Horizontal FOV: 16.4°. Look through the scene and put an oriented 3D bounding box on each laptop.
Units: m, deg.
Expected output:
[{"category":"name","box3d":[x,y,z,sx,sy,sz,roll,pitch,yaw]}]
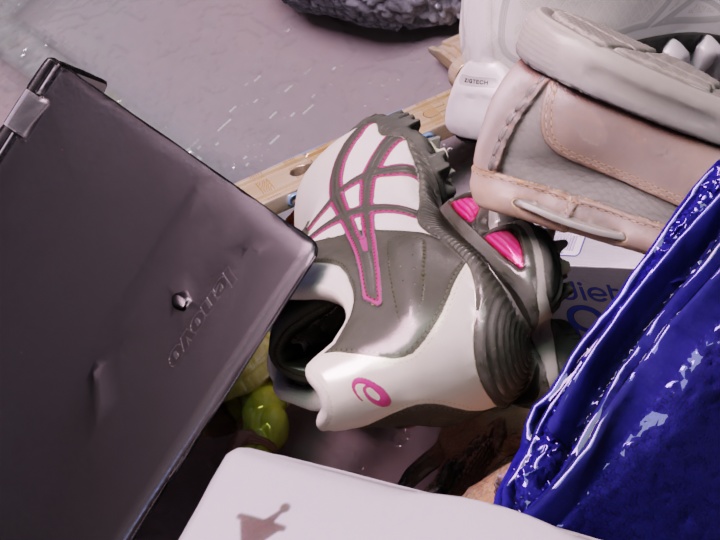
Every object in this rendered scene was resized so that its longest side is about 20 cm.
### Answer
[{"category":"laptop","box3d":[-0.108,0.037,0.859,0.116,0.200,0.188,34,92,0]}]

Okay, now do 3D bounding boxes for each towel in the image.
[{"category":"towel","box3d":[0.141,0.063,0.684,0.148,0.200,0.050,-50,23,-2]}]

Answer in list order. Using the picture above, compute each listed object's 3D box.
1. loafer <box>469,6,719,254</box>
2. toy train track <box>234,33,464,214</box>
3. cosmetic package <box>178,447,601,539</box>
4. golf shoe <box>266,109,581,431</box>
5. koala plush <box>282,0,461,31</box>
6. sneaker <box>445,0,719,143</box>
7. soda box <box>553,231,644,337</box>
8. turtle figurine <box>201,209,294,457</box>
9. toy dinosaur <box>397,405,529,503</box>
[{"category":"loafer","box3d":[0.128,-0.010,0.737,0.063,0.199,0.072,-64,3,13]},{"category":"toy train track","box3d":[0.018,-0.064,0.955,0.199,0.033,0.115,-25,33,-12]},{"category":"cosmetic package","box3d":[0.028,0.179,0.645,0.164,0.200,0.165,11,58,33]},{"category":"golf shoe","box3d":[0.000,0.000,0.814,0.088,0.078,0.200,-19,16,-12]},{"category":"koala plush","box3d":[0.009,-0.216,1.003,0.183,0.200,0.178,-29,45,0]},{"category":"sneaker","box3d":[0.106,-0.105,0.902,0.075,0.082,0.200,7,22,40]},{"category":"soda box","box3d":[0.156,0.000,0.836,0.199,0.068,0.064,3,51,27]},{"category":"turtle figurine","box3d":[-0.059,0.047,0.901,0.160,0.065,0.201,-17,46,11]},{"category":"toy dinosaur","box3d":[0.051,0.084,0.763,0.135,0.200,0.086,-10,89,21]}]
